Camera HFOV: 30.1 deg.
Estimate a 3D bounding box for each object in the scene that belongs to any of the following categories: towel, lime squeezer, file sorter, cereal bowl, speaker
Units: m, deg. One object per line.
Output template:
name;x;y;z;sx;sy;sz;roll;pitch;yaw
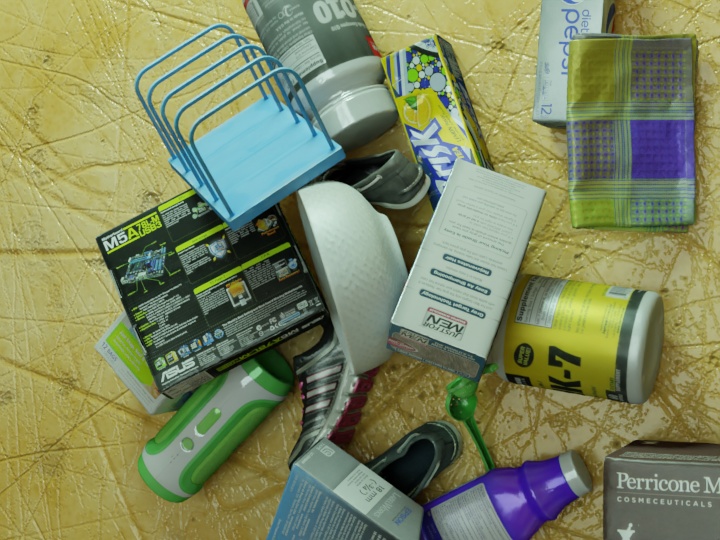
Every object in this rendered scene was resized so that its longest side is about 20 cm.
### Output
towel;0.274;-0.140;1.346;0.142;0.023;0.202;1;91;-14
lime squeezer;0.112;0.137;1.382;0.037;0.201;0.071;-18;52;-11
file sorter;-0.134;-0.158;1.391;0.138;0.123;0.200;-34;34;-10
cereal bowl;0.000;0.000;1.377;0.083;0.200;0.202;-17;82;-5
speaker;-0.165;0.172;1.527;0.200;0.088;0.089;-47;73;15

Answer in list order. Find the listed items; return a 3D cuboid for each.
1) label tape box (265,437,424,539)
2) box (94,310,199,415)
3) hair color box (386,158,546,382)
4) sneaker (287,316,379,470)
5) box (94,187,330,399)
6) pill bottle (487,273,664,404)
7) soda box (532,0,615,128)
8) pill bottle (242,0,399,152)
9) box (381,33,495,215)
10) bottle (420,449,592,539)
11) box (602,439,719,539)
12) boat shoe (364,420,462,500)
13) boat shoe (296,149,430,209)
label tape box;0.004;0.294;1.415;0.199;0.063;0.145;34;128;17
box;-0.188;0.053;1.532;0.113;0.101;0.200;46;105;16
hair color box;0.104;-0.002;1.315;0.099;0.061;0.201;20;61;6
sneaker;-0.042;0.133;1.488;0.087;0.074;0.201;25;93;21
box;-0.159;0.007;1.434;0.199;0.048;0.194;-27;70;1
pill bottle;0.200;0.065;1.365;0.199;0.114;0.115;8;92;23
soda box;0.224;-0.249;1.387;0.068;0.063;0.202;4;90;22
pill bottle;-0.041;-0.237;1.470;0.113;0.114;0.201;-30;79;19
box;0.091;-0.144;1.440;0.070;0.064;0.201;-21;81;20
bottle;0.146;0.251;1.409;0.199;0.065;0.084;-31;83;19
box;0.326;0.273;1.281;0.165;0.164;0.202;0;89;22
boat shoe;0.025;0.236;1.461;0.200;0.062;0.073;-42;78;18
boat shoe;-0.008;-0.100;1.447;0.199;0.057;0.067;-2;48;48
